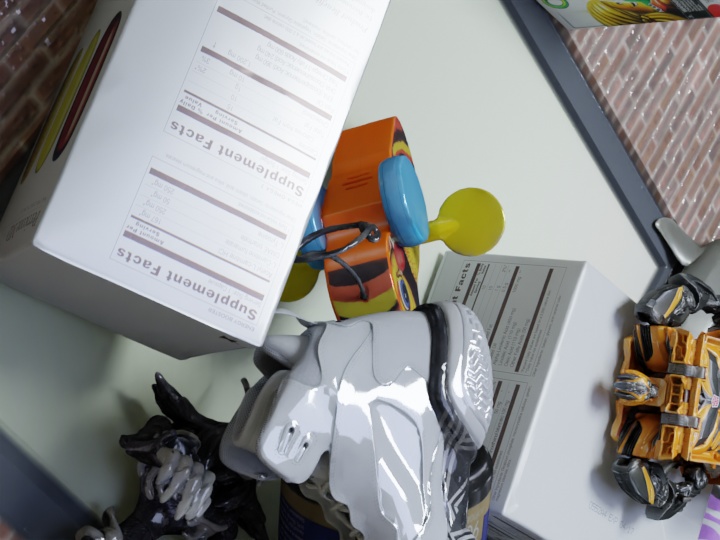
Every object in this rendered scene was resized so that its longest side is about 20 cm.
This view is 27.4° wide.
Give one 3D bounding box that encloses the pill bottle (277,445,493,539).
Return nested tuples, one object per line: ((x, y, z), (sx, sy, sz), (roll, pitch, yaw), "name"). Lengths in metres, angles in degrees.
((0.008, 0.185, 0.793), (0.112, 0.112, 0.201), (-14, 114, -44), "pill bottle")

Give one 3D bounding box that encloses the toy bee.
((0.000, 0.000, 0.769), (0.200, 0.131, 0.109), (-44, 122, -50), "toy bee")

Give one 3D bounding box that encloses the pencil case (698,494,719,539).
((0.256, 0.208, 1.074), (0.200, 0.085, 0.084), (-48, 151, -29), "pencil case")

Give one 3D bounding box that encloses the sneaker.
((-0.003, 0.111, 0.665), (0.115, 0.075, 0.201), (5, 80, -20), "sneaker")

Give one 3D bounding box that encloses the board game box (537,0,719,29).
((0.126, -0.211, 0.882), (0.200, 0.126, 0.035), (32, 70, -41), "board game box")

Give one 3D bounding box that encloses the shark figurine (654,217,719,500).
((0.257, 0.047, 1.064), (0.128, 0.089, 0.215), (41, 63, -37), "shark figurine")

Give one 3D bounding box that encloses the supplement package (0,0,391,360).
((-0.077, -0.072, 0.678), (0.109, 0.114, 0.201), (26, 73, -20), "supplement package")

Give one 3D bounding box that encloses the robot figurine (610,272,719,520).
((0.221, 0.081, 0.890), (0.200, 0.058, 0.146), (14, 83, -46), "robot figurine")

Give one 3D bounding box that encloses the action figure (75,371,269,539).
((-0.092, 0.132, 0.707), (0.200, 0.102, 0.119), (-44, 121, -30), "action figure")

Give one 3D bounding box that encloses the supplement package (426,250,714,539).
((0.124, 0.101, 0.914), (0.200, 0.111, 0.156), (35, 69, -42), "supplement package")
